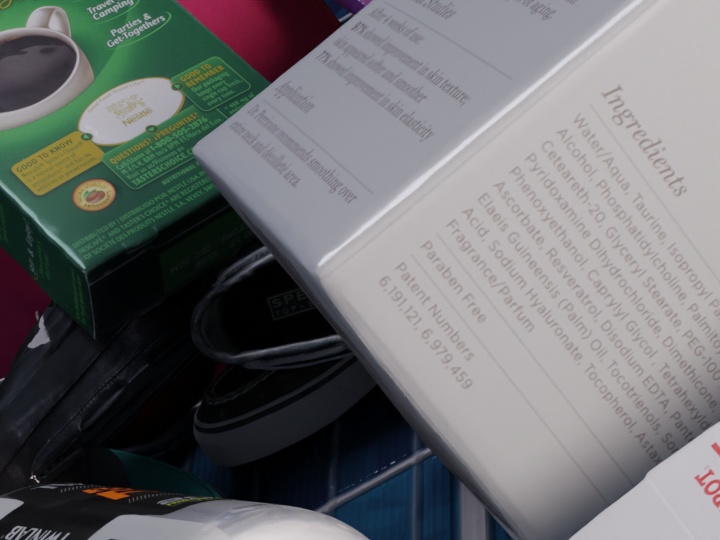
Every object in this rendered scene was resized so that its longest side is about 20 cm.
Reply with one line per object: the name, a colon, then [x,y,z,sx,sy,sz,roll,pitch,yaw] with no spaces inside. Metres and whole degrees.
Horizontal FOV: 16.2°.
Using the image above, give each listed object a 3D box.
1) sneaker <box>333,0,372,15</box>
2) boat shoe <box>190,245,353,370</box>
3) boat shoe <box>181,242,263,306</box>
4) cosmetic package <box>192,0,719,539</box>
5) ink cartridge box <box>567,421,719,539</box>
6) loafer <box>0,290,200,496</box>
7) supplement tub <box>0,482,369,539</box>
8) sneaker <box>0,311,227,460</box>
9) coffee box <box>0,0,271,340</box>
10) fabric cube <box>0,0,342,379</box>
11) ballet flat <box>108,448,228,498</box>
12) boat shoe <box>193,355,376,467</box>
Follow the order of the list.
sneaker: [0.007,-0.145,1.200,0.200,0.088,0.081,-114,41,-53]
boat shoe: [0.027,-0.009,0.986,0.199,0.074,0.068,-15,1,14]
boat shoe: [-0.029,-0.021,1.126,0.200,0.065,0.072,-24,-7,-44]
cosmetic package: [0.083,-0.026,0.867,0.200,0.166,0.167,-39,23,-2]
ink cartridge box: [0.158,0.069,0.703,0.200,0.067,0.117,-36,23,3]
loafer: [-0.122,0.076,0.984,0.201,0.070,0.068,-58,4,-33]
supplement tub: [-0.078,0.135,0.854,0.200,0.123,0.123,-1,42,54]
sneaker: [-0.139,0.075,1.111,0.200,0.081,0.075,-41,26,-9]
coffee box: [-0.118,-0.069,1.036,0.123,0.044,0.200,-32,54,-25]
fabric cube: [-0.146,-0.081,1.260,0.199,0.200,0.196,-12,33,45]
ballet flat: [-0.144,0.108,1.049,0.200,0.067,0.068,9,43,13]
boat shoe: [0.000,0.000,1.068,0.200,0.064,0.071,-41,24,-7]
